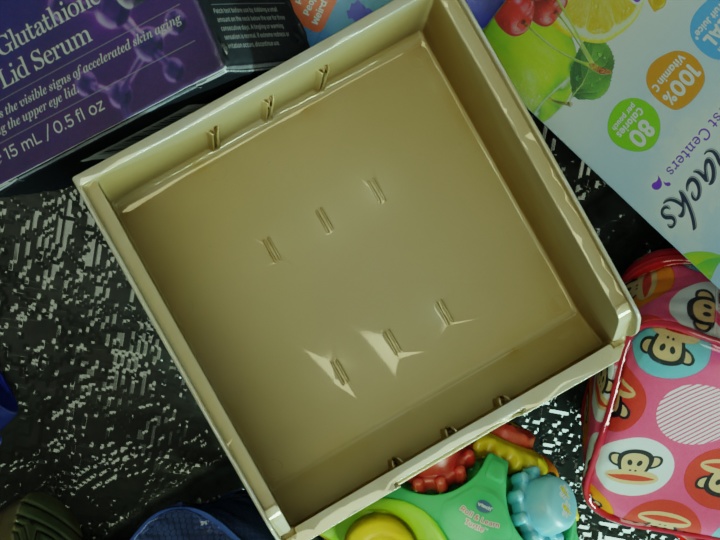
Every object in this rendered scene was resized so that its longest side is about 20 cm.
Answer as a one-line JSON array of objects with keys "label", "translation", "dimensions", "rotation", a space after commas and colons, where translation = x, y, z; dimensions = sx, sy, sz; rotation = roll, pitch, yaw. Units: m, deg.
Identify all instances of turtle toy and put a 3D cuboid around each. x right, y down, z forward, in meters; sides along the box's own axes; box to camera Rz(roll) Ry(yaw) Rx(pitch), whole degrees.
[{"label": "turtle toy", "translation": [0.034, 0.114, 1.062], "dimensions": [0.199, 0.146, 0.102], "rotation": [25, 92, -4]}]

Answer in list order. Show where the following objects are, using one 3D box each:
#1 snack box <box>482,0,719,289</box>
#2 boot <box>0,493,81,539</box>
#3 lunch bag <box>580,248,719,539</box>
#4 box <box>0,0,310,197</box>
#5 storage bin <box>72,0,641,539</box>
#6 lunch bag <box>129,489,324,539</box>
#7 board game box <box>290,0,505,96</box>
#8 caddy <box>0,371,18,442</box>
[{"label": "snack box", "translation": [0.168, -0.092, 0.961], "dimensions": [0.200, 0.053, 0.142], "rotation": [44, 126, 8]}, {"label": "boot", "translation": [-0.228, 0.223, 1.041], "dimensions": [0.199, 0.176, 0.066], "rotation": [-33, 120, 29]}, {"label": "lunch bag", "translation": [0.216, 0.084, 1.063], "dimensions": [0.198, 0.082, 0.177], "rotation": [10, 129, -1]}, {"label": "box", "translation": [-0.137, -0.159, 0.984], "dimensions": [0.147, 0.104, 0.201], "rotation": [-26, 88, 24]}, {"label": "storage bin", "translation": [0.000, 0.000, 0.973], "dimensions": [0.199, 0.094, 0.199], "rotation": [-29, 87, -6]}, {"label": "lunch bag", "translation": [-0.085, 0.223, 1.088], "dimensions": [0.136, 0.132, 0.200], "rotation": [41, 99, 14]}, {"label": "board game box", "translation": [0.008, -0.182, 1.043], "dimensions": [0.199, 0.045, 0.153], "rotation": [26, 102, -4]}, {"label": "caddy", "translation": [-0.270, 0.049, 1.052], "dimensions": [0.105, 0.141, 0.200], "rotation": [-36, 98, 5]}]
